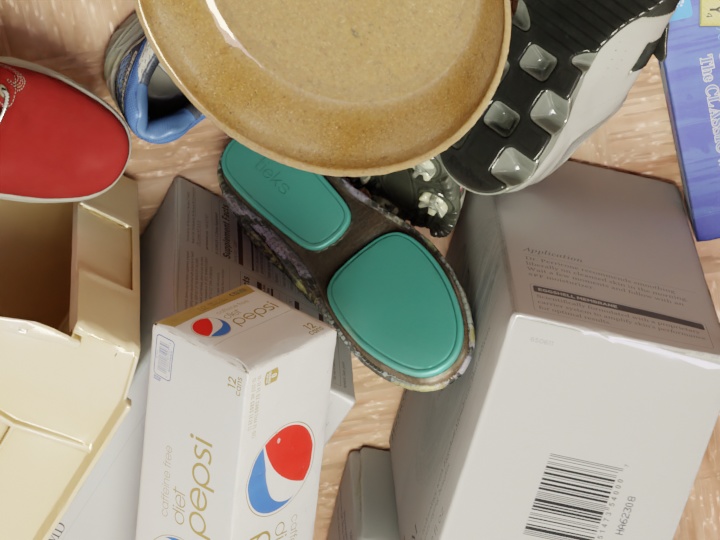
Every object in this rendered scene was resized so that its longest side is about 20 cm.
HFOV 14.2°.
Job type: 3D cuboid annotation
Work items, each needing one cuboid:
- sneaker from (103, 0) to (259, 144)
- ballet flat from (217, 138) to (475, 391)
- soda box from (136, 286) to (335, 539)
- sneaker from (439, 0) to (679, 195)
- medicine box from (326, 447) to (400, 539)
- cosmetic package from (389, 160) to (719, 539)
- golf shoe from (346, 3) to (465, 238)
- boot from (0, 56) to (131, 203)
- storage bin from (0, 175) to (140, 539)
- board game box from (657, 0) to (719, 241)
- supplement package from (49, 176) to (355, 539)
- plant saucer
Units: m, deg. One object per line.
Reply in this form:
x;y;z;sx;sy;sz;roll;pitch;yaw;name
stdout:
-0.052;-0.137;1.482;0.077;0.085;0.200;36;110;-20;sneaker
0.000;0.000;1.514;0.072;0.200;0.072;-28;145;-22;ballet flat
-0.066;0.113;1.429;0.064;0.068;0.201;26;123;32;soda box
0.119;-0.125;1.481;0.074;0.088;0.200;43;105;19;sneaker
0.061;0.225;1.670;0.182;0.103;0.200;10;117;-9;medicine box
0.100;0.071;1.536;0.123;0.200;0.200;13;116;-8;cosmetic package
0.032;-0.097;1.509;0.077;0.088;0.200;24;150;26;golf shoe
-0.196;-0.074;1.408;0.200;0.144;0.073;17;93;-20;boot
-0.195;0.057;1.511;0.094;0.200;0.199;26;114;-17;storage bin
0.256;-0.129;1.528;0.199;0.041;0.200;-13;118;4;board game box
-0.102;0.083;1.555;0.111;0.156;0.200;27;114;-16;supplement package
-0.016;-0.142;1.389;0.200;0.035;0.201;12;123;19;plant saucer
